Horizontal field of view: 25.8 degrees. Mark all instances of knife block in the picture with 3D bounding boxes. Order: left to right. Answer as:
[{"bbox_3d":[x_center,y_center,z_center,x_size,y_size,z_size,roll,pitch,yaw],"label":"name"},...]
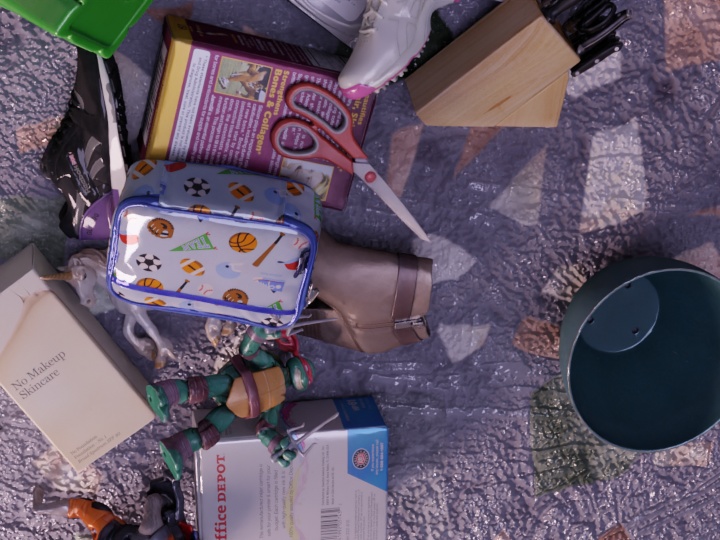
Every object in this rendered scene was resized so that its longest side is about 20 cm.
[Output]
[{"bbox_3d":[0.153,-0.226,1.496,0.198,0.064,0.177,0,127,-12],"label":"knife block"}]

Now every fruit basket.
[{"bbox_3d":[-0.262,-0.318,1.375,0.214,0.155,0.218,-3,83,21],"label":"fruit basket"}]

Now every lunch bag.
[{"bbox_3d":[-0.132,-0.018,1.447,0.198,0.076,0.161,12,134,-7],"label":"lunch bag"}]

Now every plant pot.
[{"bbox_3d":[0.288,0.067,1.627,0.198,0.135,0.202,-5,112,-11],"label":"plant pot"}]

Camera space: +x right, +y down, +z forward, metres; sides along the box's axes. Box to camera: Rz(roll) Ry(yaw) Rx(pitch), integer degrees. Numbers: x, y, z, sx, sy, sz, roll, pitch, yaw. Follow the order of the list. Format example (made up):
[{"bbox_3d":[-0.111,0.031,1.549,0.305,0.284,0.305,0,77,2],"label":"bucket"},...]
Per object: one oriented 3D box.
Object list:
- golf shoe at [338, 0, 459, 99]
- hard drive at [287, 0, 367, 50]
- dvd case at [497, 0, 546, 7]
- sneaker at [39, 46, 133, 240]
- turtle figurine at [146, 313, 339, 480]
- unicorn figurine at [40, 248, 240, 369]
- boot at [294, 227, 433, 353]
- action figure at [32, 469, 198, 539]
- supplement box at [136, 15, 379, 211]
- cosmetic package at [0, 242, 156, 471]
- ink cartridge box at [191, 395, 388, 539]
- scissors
[{"bbox_3d":[0.032,-0.245,1.409,0.091,0.075,0.201,43,75,-27],"label":"golf shoe"},{"bbox_3d":[0.006,-0.321,1.466,0.139,0.038,0.200,35,100,-23],"label":"hard drive"},{"bbox_3d":[0.125,-0.330,1.467,0.198,0.016,0.150,7,114,-31],"label":"dvd case"},{"bbox_3d":[-0.261,-0.119,1.470,0.087,0.076,0.202,-6,113,-3],"label":"sneaker"},{"bbox_3d":[-0.106,0.123,1.543,0.199,0.101,0.151,-20,97,-20],"label":"turtle figurine"},{"bbox_3d":[-0.203,0.024,1.545,0.199,0.074,0.138,-26,104,-17],"label":"unicorn figurine"},{"bbox_3d":[0.000,0.000,1.561,0.145,0.071,0.201,-2,133,5],"label":"boot"},{"bbox_3d":[-0.239,0.309,1.601,0.192,0.104,0.202,0,102,23],"label":"action figure"},{"bbox_3d":[-0.098,-0.148,1.475,0.198,0.103,0.132,12,108,-16],"label":"supplement box"},{"bbox_3d":[-0.300,0.086,1.542,0.103,0.073,0.200,-36,115,3],"label":"cosmetic package"},{"bbox_3d":[-0.076,0.217,1.635,0.198,0.085,0.146,-4,112,-11],"label":"ink cartridge box"},{"bbox_3d":[0.005,-0.100,1.453,0.199,0.014,0.073,31,100,-21],"label":"scissors"}]
